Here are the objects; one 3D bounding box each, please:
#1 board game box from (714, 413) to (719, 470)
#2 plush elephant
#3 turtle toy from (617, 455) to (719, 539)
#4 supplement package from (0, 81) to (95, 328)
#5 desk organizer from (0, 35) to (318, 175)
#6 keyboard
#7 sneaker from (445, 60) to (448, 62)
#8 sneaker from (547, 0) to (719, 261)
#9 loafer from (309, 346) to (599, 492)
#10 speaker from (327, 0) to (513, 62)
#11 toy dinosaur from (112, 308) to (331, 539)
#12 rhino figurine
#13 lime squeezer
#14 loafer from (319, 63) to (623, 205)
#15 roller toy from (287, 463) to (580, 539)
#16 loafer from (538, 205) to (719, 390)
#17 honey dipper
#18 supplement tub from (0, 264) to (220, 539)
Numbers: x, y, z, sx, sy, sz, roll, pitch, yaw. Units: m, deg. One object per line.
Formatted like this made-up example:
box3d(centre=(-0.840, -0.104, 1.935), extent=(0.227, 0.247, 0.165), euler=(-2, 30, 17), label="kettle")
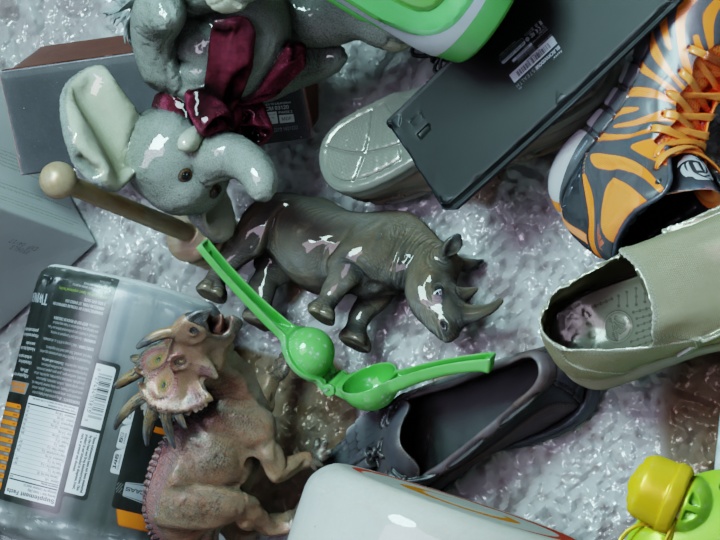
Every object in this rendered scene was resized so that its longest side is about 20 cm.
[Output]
box3d(centre=(0.283, 0.023, 1.552), extent=(0.150, 0.047, 0.201), euler=(1, 80, 31), label="board game box")
box3d(centre=(-0.090, -0.100, 1.678), extent=(0.199, 0.164, 0.156), euler=(0, 82, 41), label="plush elephant")
box3d(centre=(0.194, 0.196, 1.531), extent=(0.145, 0.101, 0.201), euler=(23, 94, 9), label="turtle toy")
box3d(centre=(-0.293, -0.068, 1.874), extent=(0.120, 0.121, 0.200), euler=(-41, 61, 17), label="supplement package")
box3d(centre=(-0.124, -0.118, 1.809), extent=(0.199, 0.077, 0.072), euler=(-6, 107, 15), label="desk organizer")
box3d(centre=(0.104, -0.131, 1.642), extent=(0.200, 0.040, 0.104), euler=(-42, 61, 20), label="keyboard")
box3d(centre=(0.116, -0.200, 1.701), extent=(0.200, 0.080, 0.087), euler=(-37, 38, 22), label="sneaker")
box3d(centre=(0.192, -0.087, 1.597), extent=(0.200, 0.077, 0.112), euler=(-61, 31, 18), label="sneaker")
box3d(centre=(0.045, 0.093, 1.668), extent=(0.200, 0.063, 0.072), euler=(-27, 66, 23), label="loafer")
box3d(centre=(-0.007, -0.199, 1.582), extent=(0.089, 0.200, 0.089), euler=(-52, 17, 24), label="speaker")
box3d(centre=(-0.098, 0.113, 1.687), extent=(0.086, 0.135, 0.201), euler=(25, 104, 55), label="toy dinosaur")
box3d(centre=(0.000, 0.000, 1.717), extent=(0.199, 0.060, 0.088), euler=(12, 67, 31), label="rhino figurine")
box3d(centre=(-0.015, 0.046, 1.667), extent=(0.199, 0.071, 0.038), euler=(22, 55, 20), label="lime squeezer")
box3d(centre=(0.073, -0.090, 1.700), extent=(0.199, 0.063, 0.072), euler=(-19, 64, 20), label="loafer")
box3d(centre=(0.038, 0.199, 1.574), extent=(0.182, 0.200, 0.140), euler=(17, 88, 27), label="roller toy")
box3d(centre=(0.183, 0.011, 1.547), extent=(0.200, 0.068, 0.076), euler=(-30, 68, 28), label="loafer")
box3d(centre=(-0.137, -0.036, 1.726), extent=(0.038, 0.200, 0.038), euler=(-8, 73, 29), label="honey dipper")
box3d(centre=(-0.167, 0.105, 1.758), extent=(0.122, 0.122, 0.201), euler=(11, 85, 32), label="supplement tub")
